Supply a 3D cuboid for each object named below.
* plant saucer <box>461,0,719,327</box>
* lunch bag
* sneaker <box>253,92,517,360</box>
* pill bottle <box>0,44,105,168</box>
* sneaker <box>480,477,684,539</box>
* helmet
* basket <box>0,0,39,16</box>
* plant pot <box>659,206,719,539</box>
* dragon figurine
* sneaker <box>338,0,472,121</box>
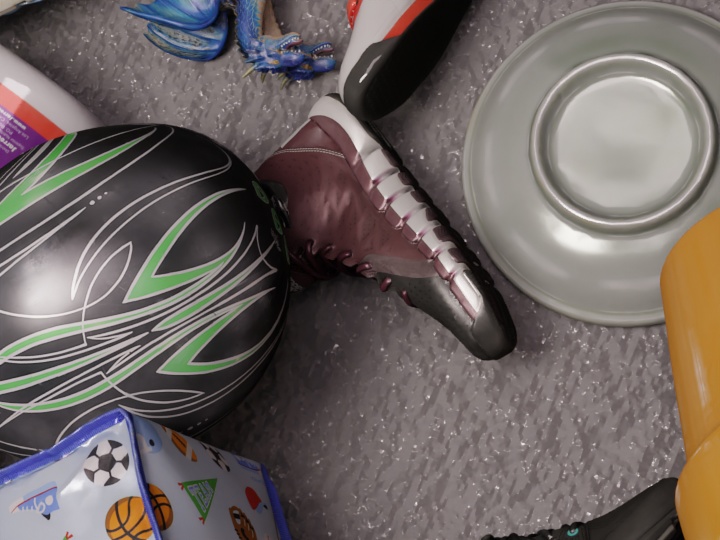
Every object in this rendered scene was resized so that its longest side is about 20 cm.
[{"bbox_3d":[0.154,-0.069,1.344,0.200,0.050,0.200,-3,75,11],"label":"plant saucer"},{"bbox_3d":[-0.100,0.195,1.204,0.124,0.170,0.200,-30,66,18],"label":"lunch bag"},{"bbox_3d":[0.000,0.000,1.355,0.116,0.076,0.200,-39,61,6],"label":"sneaker"},{"bbox_3d":[-0.247,-0.034,1.391,0.112,0.112,0.200,35,86,18],"label":"pill bottle"},{"bbox_3d":[0.096,0.171,1.281,0.200,0.075,0.079,-38,69,0],"label":"sneaker"},{"bbox_3d":[-0.139,0.015,1.270,0.200,0.191,0.200,5,113,11],"label":"helmet"},{"bbox_3d":[-0.267,-0.228,1.439,0.176,0.139,0.200,-25,46,15],"label":"basket"},{"bbox_3d":[0.247,0.059,1.228,0.200,0.200,0.183,-22,56,6],"label":"plant pot"},{"bbox_3d":[-0.109,-0.167,1.422,0.200,0.059,0.099,9,78,15],"label":"dragon figurine"},{"bbox_3d":[0.012,-0.184,1.385,0.108,0.067,0.201,26,67,18],"label":"sneaker"}]
